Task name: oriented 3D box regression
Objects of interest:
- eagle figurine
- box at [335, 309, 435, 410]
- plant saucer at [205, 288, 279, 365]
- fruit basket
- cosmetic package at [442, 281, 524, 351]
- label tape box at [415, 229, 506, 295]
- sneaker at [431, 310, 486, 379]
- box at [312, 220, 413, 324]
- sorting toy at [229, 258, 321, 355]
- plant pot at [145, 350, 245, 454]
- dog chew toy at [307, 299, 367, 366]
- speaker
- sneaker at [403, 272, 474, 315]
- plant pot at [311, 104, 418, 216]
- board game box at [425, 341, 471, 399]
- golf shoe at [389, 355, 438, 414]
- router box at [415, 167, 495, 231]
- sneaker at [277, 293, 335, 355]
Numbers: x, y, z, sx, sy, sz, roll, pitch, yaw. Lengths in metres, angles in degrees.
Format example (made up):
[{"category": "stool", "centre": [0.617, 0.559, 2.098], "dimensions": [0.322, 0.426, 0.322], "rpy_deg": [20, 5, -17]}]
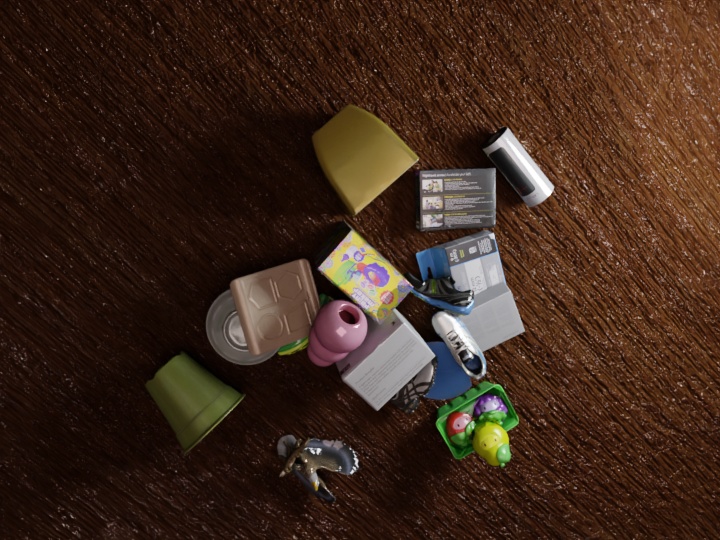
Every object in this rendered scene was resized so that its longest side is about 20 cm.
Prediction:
[{"category": "eagle figurine", "centre": [-0.123, 0.521, 1.586], "dimensions": [0.151, 0.152, 0.199], "rpy_deg": [-20, 145, 36]}, {"category": "box", "centre": [0.047, 0.198, 1.483], "dimensions": [0.199, 0.200, 0.131], "rpy_deg": [-43, 111, 3]}, {"category": "plant saucer", "centre": [-0.277, 0.139, 1.457], "dimensions": [0.198, 0.050, 0.202], "rpy_deg": [-1, 101, -6]}, {"category": "fruit basket", "centre": [0.314, 0.409, 1.567], "dimensions": [0.214, 0.216, 0.156], "rpy_deg": [-31, 104, 0]}, {"category": "cosmetic package", "centre": [0.309, 0.137, 1.555], "dimensions": [0.199, 0.052, 0.152], "rpy_deg": [-26, 122, 4]}, {"category": "label tape box", "centre": [0.258, -0.004, 1.543], "dimensions": [0.198, 0.066, 0.145], "rpy_deg": [-18, 104, -5]}, {"category": "sneaker", "centre": [0.247, 0.182, 1.480], "dimensions": [0.072, 0.073, 0.201], "rpy_deg": [-36, 101, 7]}, {"category": "box", "centre": [0.000, 0.000, 1.444], "dimensions": [0.200, 0.193, 0.122], "rpy_deg": [42, 94, -14]}, {"category": "sorting toy", "centre": [-0.196, 0.085, 1.438], "dimensions": [0.198, 0.036, 0.187], "rpy_deg": [-18, 96, -24]}, {"category": "plant pot", "centre": [-0.418, 0.307, 1.468], "dimensions": [0.200, 0.200, 0.190], "rpy_deg": [-43, 92, 3]}, {"category": "dog chew toy", "centre": [-0.065, 0.157, 1.411], "dimensions": [0.124, 0.125, 0.200], "rpy_deg": [23, 135, -11]}, {"category": "speaker", "centre": [0.394, -0.257, 1.502], "dimensions": [0.081, 0.081, 0.200], "rpy_deg": [-42, 104, 2]}, {"category": "sneaker", "centre": [0.197, 0.048, 1.512], "dimensions": [0.198, 0.071, 0.083], "rpy_deg": [21, 84, 28]}, {"category": "plant pot", "centre": [-0.010, -0.266, 1.395], "dimensions": [0.194, 0.196, 0.200], "rpy_deg": [-40, 97, 2]}, {"category": "board game box", "centre": [0.207, 0.255, 1.590], "dimensions": [0.156, 0.039, 0.201], "rpy_deg": [-8, 122, 15]}, {"category": "golf shoe", "centre": [0.131, 0.289, 1.554], "dimensions": [0.094, 0.078, 0.201], "rpy_deg": [25, 121, -4]}, {"category": "router box", "centre": [0.239, -0.179, 1.511], "dimensions": [0.198, 0.051, 0.151], "rpy_deg": [-3, 100, -7]}, {"category": "sneaker", "centre": [-0.138, 0.138, 1.526], "dimensions": [0.200, 0.074, 0.084], "rpy_deg": [-44, 79, 5]}]
